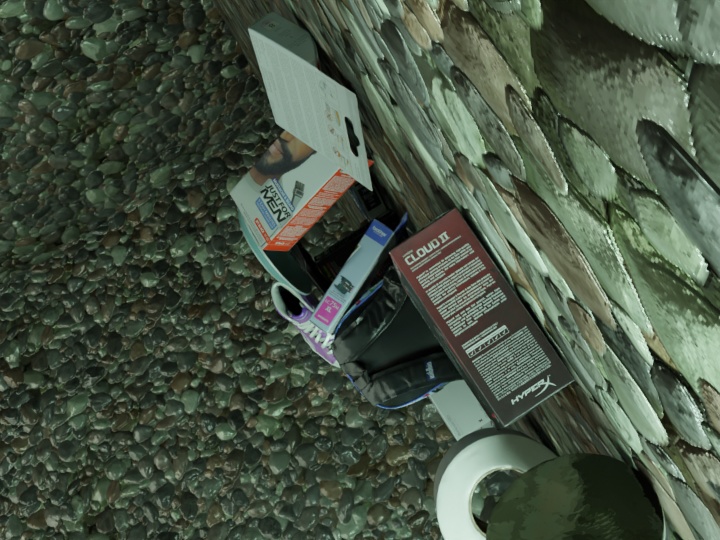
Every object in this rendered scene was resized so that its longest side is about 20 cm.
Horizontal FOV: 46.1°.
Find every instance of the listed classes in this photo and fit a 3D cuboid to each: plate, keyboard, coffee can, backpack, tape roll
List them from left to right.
[{"bbox_3d":[-0.141,-0.042,1.323,0.201,0.026,0.200,55,-170,-15],"label":"plate"},{"bbox_3d":[-0.069,0.012,1.344,0.127,0.021,0.200,60,-178,40],"label":"keyboard"},{"bbox_3d":[0.064,0.094,1.198,0.200,0.190,0.154,57,-165,9],"label":"backpack"},{"bbox_3d":[0.209,0.338,1.251,0.203,0.202,0.139,57,179,7],"label":"tape roll"},{"bbox_3d":[0.209,0.275,0.721,0.200,0.146,0.146,58,179,-33],"label":"coffee can"}]

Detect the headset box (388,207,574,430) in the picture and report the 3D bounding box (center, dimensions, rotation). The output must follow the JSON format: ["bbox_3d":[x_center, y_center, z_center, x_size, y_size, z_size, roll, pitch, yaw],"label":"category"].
[{"bbox_3d":[0.104,0.043,0.783,0.200,0.077,0.149,56,179,13],"label":"headset box"}]

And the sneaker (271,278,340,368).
[{"bbox_3d":[-0.075,0.092,1.371,0.200,0.073,0.114,44,-175,0],"label":"sneaker"}]

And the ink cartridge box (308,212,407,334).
[{"bbox_3d":[0.000,0.000,1.214,0.042,0.200,0.119,35,178,7],"label":"ink cartridge box"}]

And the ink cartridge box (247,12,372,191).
[{"bbox_3d":[-0.048,-0.210,1.050,0.200,0.057,0.163,34,154,30],"label":"ink cartridge box"}]

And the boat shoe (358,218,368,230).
[{"bbox_3d":[0.059,-0.012,1.579,0.200,0.075,0.074,59,-178,-14],"label":"boat shoe"}]

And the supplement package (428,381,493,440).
[{"bbox_3d":[0.223,0.293,1.961,0.200,0.111,0.156,57,179,21],"label":"supplement package"}]

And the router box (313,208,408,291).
[{"bbox_3d":[0.039,0.024,1.362,0.200,0.150,0.062,58,-179,-11],"label":"router box"}]

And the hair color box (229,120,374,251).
[{"bbox_3d":[-0.087,-0.132,1.206,0.064,0.200,0.111,3,-131,-56],"label":"hair color box"}]

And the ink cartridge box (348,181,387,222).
[{"bbox_3d":[0.003,-0.137,1.430,0.100,0.039,0.200,56,179,42],"label":"ink cartridge box"}]
